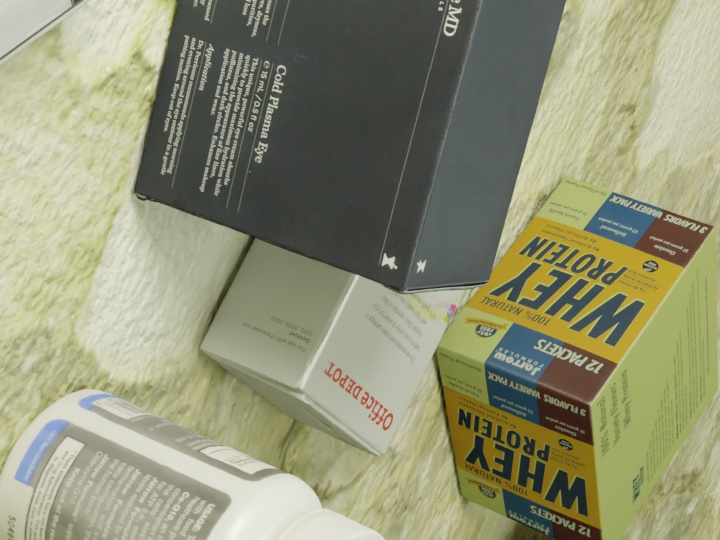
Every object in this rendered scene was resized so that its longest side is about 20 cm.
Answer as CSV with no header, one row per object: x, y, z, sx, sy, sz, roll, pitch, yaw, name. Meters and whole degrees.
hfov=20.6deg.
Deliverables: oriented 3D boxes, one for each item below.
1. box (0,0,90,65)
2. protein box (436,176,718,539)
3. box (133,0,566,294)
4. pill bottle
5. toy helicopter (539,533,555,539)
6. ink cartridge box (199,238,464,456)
-0.180,-0.151,0.870,0.200,0.060,0.117,-44,143,-39,box
0.176,0.076,1.554,0.200,0.135,0.199,-51,147,-31,protein box
-0.003,-0.109,1.076,0.104,0.182,0.200,-4,112,-59,box
-0.091,0.149,1.074,0.114,0.200,0.114,-38,139,-43,pill bottle
0.194,0.236,1.759,0.132,0.079,0.200,56,47,-49,toy helicopter
0.000,0.000,1.254,0.200,0.085,0.145,-64,151,-11,ink cartridge box
